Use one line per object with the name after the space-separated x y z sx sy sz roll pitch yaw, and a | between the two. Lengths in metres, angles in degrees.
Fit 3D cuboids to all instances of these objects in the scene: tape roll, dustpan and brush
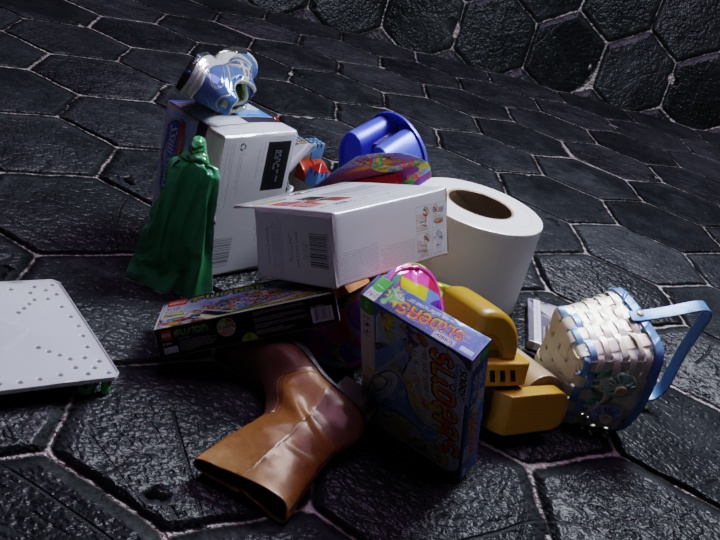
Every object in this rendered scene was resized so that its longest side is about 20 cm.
0.159 -0.036 1.410 0.199 0.141 0.203 14 24 -6 | tape roll
-0.151 -0.130 1.437 0.198 0.058 0.140 8 51 50 | dustpan and brush

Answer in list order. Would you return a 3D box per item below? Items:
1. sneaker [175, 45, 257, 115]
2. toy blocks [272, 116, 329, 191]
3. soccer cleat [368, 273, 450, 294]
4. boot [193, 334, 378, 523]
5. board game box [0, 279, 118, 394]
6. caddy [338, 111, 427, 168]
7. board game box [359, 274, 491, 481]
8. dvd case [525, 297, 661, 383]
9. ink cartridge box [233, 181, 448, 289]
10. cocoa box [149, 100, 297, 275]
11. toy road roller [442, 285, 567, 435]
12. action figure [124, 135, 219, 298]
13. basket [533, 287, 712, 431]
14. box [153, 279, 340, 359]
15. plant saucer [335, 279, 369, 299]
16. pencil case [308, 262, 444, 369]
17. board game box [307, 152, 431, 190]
-0.175 -0.244 1.246 0.077 0.076 0.200 37 24 -1 | sneaker
-0.104 -0.156 1.498 0.099 0.139 0.199 -9 34 -45 | toy blocks
0.072 0.029 1.183 0.200 0.083 0.065 38 28 -51 | soccer cleat
-0.102 0.154 0.952 0.187 0.069 0.200 32 35 16 | boot
-0.375 0.073 0.961 0.197 0.026 0.200 -3 31 -38 | board game box
0.043 -0.156 1.538 0.104 0.203 0.141 -28 46 -36 | caddy
0.062 0.112 0.953 0.134 0.202 0.034 29 53 27 | board game box
0.337 0.104 1.374 0.197 0.016 0.149 18 24 3 | dvd case
-0.023 -0.049 1.111 0.174 0.085 0.198 9 18 43 | ink cartridge box
-0.190 -0.115 1.273 0.131 0.203 0.132 33 29 35 | cocoa box
0.146 0.101 1.080 0.197 0.148 0.123 3 20 -31 | toy road roller
-0.215 -0.068 1.155 0.116 0.203 0.055 16 23 -2 | action figure
0.320 0.113 1.164 0.197 0.178 0.140 -9 46 -20 | basket
-0.125 0.047 1.051 0.196 0.035 0.110 -12 15 -4 | box
0.000 0.000 1.248 0.200 0.037 0.202 40 31 -30 | plant saucer
0.014 0.057 1.067 0.087 0.090 0.199 3 -16 -28 | pencil case
0.010 -0.101 1.332 0.156 0.199 0.040 8 63 -44 | board game box
